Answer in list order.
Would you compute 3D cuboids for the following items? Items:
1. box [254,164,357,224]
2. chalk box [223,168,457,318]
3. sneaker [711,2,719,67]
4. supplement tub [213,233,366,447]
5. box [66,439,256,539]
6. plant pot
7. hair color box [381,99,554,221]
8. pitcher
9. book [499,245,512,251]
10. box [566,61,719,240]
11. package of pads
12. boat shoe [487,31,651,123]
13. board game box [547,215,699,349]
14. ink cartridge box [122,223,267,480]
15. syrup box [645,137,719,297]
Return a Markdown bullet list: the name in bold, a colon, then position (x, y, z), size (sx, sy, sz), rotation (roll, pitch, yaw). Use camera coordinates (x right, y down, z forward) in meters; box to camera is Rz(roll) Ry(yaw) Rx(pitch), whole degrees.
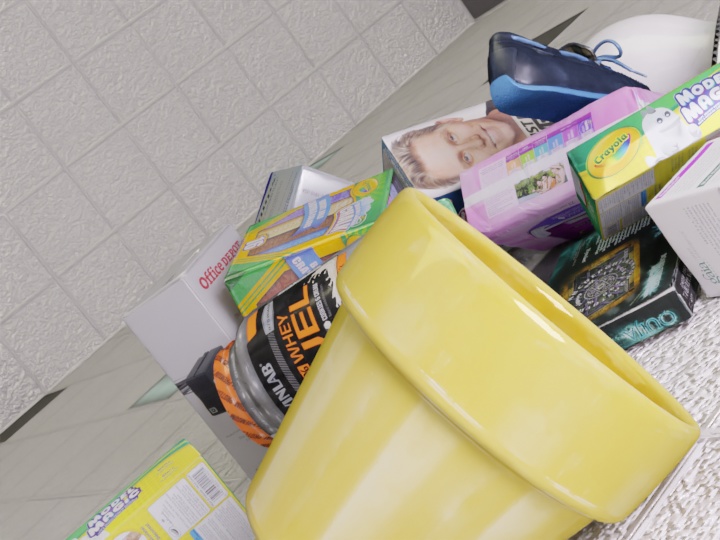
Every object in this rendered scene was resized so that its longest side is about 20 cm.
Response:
- **box**: position (-0.012, -0.033, 1.266), size (0.200, 0.183, 0.106), rotation (-168, 96, -77)
- **chalk box**: position (0.000, 0.000, 1.074), size (0.199, 0.125, 0.124), rotation (-21, 22, 17)
- **sneaker**: position (0.334, -0.170, 0.976), size (0.089, 0.070, 0.201), rotation (7, 48, 16)
- **supplement tub**: position (-0.015, 0.056, 0.968), size (0.199, 0.123, 0.123), rotation (-34, 11, 21)
- **box**: position (-0.160, 0.229, 0.828), size (0.200, 0.118, 0.048), rotation (-40, 22, -14)
- **plant pot**: position (0.045, 0.090, 0.638), size (0.189, 0.200, 0.201), rotation (-52, 8, 9)
- **hair color box**: position (0.130, -0.110, 1.161), size (0.199, 0.061, 0.100), rotation (-21, 50, -12)
- **pitcher**: position (0.287, -0.174, 1.135), size (0.199, 0.122, 0.172), rotation (-5, 37, 50)
- **book**: position (0.173, -0.074, 1.263), size (0.200, 0.048, 0.134), rotation (-38, 14, 5)
- **box**: position (0.248, -0.102, 0.858), size (0.199, 0.049, 0.117), rotation (-28, -18, 6)
- **package of pads**: position (0.196, -0.085, 1.030), size (0.120, 0.076, 0.199), rotation (7, -24, -42)
- **boat shoe**: position (0.187, -0.166, 1.012), size (0.084, 0.069, 0.199), rotation (-24, -20, 38)
- **board game box**: position (0.193, 0.007, 0.887), size (0.135, 0.028, 0.200), rotation (-31, 12, 31)
- **ink cartridge box**: position (-0.115, 0.075, 1.140), size (0.083, 0.200, 0.145), rotation (-32, 12, 22)
- **syrup box**: position (0.275, -0.048, 0.714), size (0.081, 0.079, 0.200), rotation (-43, 11, -25)
